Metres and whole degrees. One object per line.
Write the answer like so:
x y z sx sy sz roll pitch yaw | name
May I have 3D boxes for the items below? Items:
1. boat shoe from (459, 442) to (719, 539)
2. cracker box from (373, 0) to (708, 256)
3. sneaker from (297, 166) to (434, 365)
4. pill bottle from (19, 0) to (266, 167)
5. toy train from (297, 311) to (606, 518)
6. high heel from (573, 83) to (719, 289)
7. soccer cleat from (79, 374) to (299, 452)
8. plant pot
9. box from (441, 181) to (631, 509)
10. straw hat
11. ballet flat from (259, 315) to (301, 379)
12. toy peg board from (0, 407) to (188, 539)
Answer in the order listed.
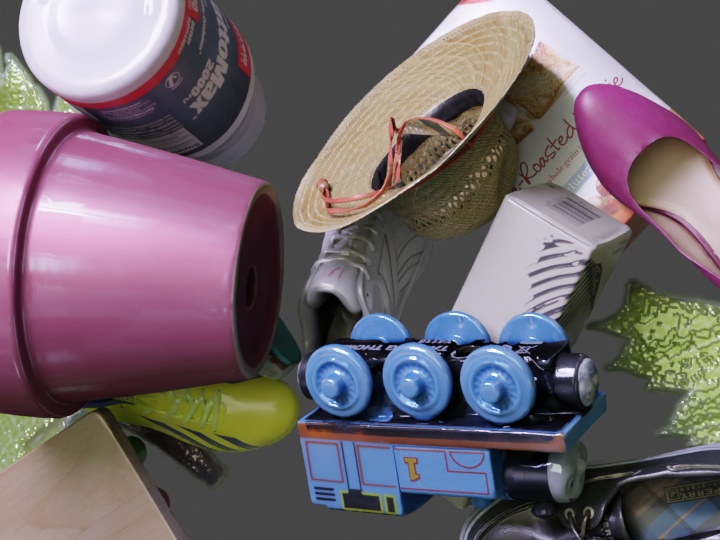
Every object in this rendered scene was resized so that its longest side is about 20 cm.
0.152 0.146 0.778 0.198 0.057 0.069 -17 90 12 | boat shoe
0.124 -0.100 0.908 0.134 0.058 0.200 -47 69 7 | cracker box
0.000 0.000 0.910 0.077 0.099 0.202 3 81 19 | sneaker
-0.143 -0.146 0.931 0.118 0.200 0.121 -4 76 17 | pill bottle
0.052 0.089 0.784 0.198 0.087 0.116 -1 107 31 | toy train
0.212 -0.040 0.801 0.200 0.096 0.068 40 98 -10 | high heel
-0.142 0.092 0.951 0.198 0.084 0.065 9 84 21 | soccer cleat
-0.150 0.000 0.852 0.177 0.200 0.202 4 81 10 | plant pot
0.094 0.048 0.843 0.068 0.082 0.201 32 115 21 | box
0.055 -0.070 0.851 0.201 0.201 0.085 -39 113 9 | straw hat
-0.114 0.015 0.970 0.072 0.072 0.201 -39 63 8 | ballet flat
-0.201 0.230 0.955 0.199 0.098 0.200 -33 87 11 | toy peg board
